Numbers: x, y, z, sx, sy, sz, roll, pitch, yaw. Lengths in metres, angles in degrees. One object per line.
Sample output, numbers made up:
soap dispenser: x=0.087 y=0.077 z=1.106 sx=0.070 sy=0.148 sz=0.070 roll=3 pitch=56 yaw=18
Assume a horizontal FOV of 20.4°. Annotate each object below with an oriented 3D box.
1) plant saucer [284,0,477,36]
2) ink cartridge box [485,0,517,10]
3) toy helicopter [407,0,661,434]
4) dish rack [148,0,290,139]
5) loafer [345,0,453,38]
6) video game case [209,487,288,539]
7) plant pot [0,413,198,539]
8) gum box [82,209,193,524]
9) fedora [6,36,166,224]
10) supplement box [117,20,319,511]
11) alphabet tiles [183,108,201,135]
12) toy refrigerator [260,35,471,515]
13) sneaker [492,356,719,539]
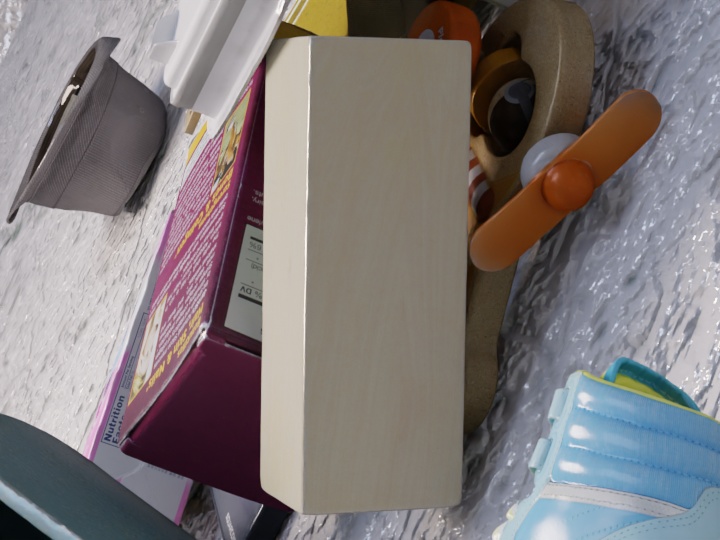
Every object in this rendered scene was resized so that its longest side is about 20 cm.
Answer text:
plant saucer: x=0.011 y=-0.166 z=1.198 sx=0.201 sy=0.048 sz=0.200 roll=-58 pitch=20 yaw=10
ink cartridge box: x=0.098 y=-0.250 z=1.028 sx=0.145 sy=0.083 sz=0.201 roll=-48 pitch=26 yaw=45
toy helicopter: x=0.067 y=-0.024 z=0.900 sx=0.132 sy=0.078 sz=0.202 roll=16 pitch=94 yaw=62
dish rack: x=-0.053 y=-0.179 z=0.927 sx=0.172 sy=0.043 sz=0.202 roll=128 pitch=154 yaw=-63
loafer: x=0.009 y=-0.178 z=1.083 sx=0.076 sy=0.067 sz=0.202 roll=21 pitch=-120 yaw=-71
video game case: x=-0.032 y=0.053 z=1.128 sx=0.201 sy=0.019 sz=0.143 roll=-63 pitch=19 yaw=14
plant pot: x=-0.160 y=0.190 z=1.004 sx=0.195 sy=0.200 sz=0.197 roll=31 pitch=99 yaw=27
gum box: x=-0.124 y=0.077 z=1.240 sx=0.114 sy=0.066 sz=0.201 roll=131 pitch=158 yaw=-71
fedora: x=-0.226 y=-0.107 z=1.732 sx=0.177 sy=0.090 sz=0.200 roll=-56 pitch=15 yaw=24
supplement box: x=-0.039 y=-0.003 z=1.018 sx=0.131 sy=0.103 sz=0.201 roll=-49 pitch=25 yaw=50
alphabet tiles: x=-0.060 y=-0.166 z=1.055 sx=0.200 sy=0.007 sz=0.168 roll=122 pitch=159 yaw=-55
toy refrigerator: x=0.000 y=0.000 z=0.879 sx=0.070 sy=0.075 sz=0.202 roll=-168 pitch=77 yaw=-69
sneaker: x=0.068 y=0.104 z=0.709 sx=0.199 sy=0.079 sz=0.132 roll=-24 pitch=47 yaw=50
